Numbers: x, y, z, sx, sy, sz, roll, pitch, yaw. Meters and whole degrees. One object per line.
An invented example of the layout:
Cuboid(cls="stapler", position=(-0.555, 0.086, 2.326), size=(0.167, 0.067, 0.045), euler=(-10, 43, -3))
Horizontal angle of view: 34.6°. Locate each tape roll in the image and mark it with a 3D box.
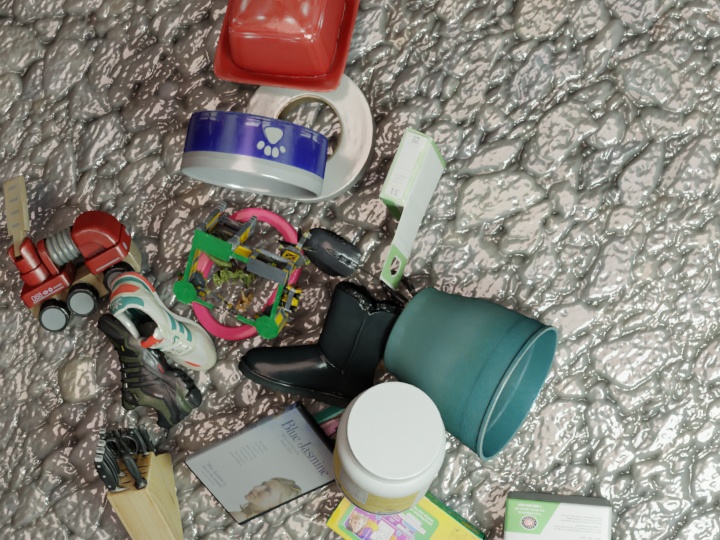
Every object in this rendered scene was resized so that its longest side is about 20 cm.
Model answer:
Cuboid(cls="tape roll", position=(-0.076, -0.202, 1.701), size=(0.199, 0.037, 0.207), euler=(-1, 87, 10))

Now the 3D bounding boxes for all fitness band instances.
Cuboid(cls="fitness band", position=(-0.170, 0.006, 1.708), size=(0.143, 0.037, 0.202), euler=(33, 94, 7))

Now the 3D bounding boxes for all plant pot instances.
Cuboid(cls="plant pot", position=(0.139, 0.123, 1.576), size=(0.186, 0.200, 0.202), euler=(29, 92, 23))

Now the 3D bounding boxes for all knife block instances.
Cuboid(cls="knife block", position=(-0.319, 0.318, 1.643), size=(0.063, 0.175, 0.204), euler=(-10, 86, 9))

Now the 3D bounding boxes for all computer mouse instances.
Cuboid(cls="computer mouse", position=(0.000, 0.000, 1.679), size=(0.198, 0.034, 0.059), euler=(30, 91, 9))

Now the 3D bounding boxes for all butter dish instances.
Cuboid(cls="butter dish", position=(-0.111, -0.376, 1.643), size=(0.196, 0.148, 0.203), euler=(8, 68, 9))

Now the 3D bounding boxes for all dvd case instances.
Cuboid(cls="dvd case", position=(-0.130, 0.276, 1.640), size=(0.198, 0.018, 0.143), euler=(-27, 118, 16))

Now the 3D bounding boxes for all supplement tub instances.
Cuboid(cls="supplement tub", position=(0.037, 0.235, 1.525), size=(0.143, 0.201, 0.148), euler=(1, 68, -3))

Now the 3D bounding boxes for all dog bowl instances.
Cuboid(cls="dog bowl", position=(-0.144, -0.157, 1.591), size=(0.197, 0.200, 0.080), euler=(9, 86, 10))

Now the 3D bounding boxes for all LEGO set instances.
Cuboid(cls="LEGO set", position=(-0.161, -0.006, 1.654), size=(0.197, 0.116, 0.156), euler=(16, 120, 11))

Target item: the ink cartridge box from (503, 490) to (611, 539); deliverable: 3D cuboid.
Cuboid(cls="ink cartridge box", position=(0.266, 0.414, 1.586), size=(0.142, 0.084, 0.204), euler=(3, 87, 10))

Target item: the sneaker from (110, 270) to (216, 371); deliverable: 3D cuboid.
Cuboid(cls="sneaker", position=(-0.285, 0.094, 1.654), size=(0.070, 0.094, 0.200), euler=(-33, 119, 18))

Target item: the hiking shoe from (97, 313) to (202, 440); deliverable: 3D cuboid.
Cuboid(cls="hiking shoe", position=(-0.330, 0.153, 1.705), size=(0.200, 0.076, 0.101), euler=(44, 91, 8))

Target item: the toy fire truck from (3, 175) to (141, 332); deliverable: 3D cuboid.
Cuboid(cls="toy fire truck", position=(-0.437, -0.045, 1.691), size=(0.174, 0.129, 0.201), euler=(-27, 116, 7))

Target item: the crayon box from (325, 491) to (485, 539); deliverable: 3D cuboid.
Cuboid(cls="crayon box", position=(0.064, 0.365, 1.636), size=(0.199, 0.058, 0.120), euler=(36, 93, 10))

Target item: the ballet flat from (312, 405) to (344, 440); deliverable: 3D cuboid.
Cuboid(cls="ballet flat", position=(-0.083, 0.248, 1.669), size=(0.197, 0.069, 0.072), euler=(-21, 103, 7))

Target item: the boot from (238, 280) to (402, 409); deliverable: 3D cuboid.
Cuboid(cls="boot", position=(-0.053, 0.091, 1.597), size=(0.197, 0.077, 0.171), euler=(17, 105, -8))

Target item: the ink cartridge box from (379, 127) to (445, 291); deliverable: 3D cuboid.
Cuboid(cls="ink cartridge box", position=(0.057, -0.081, 1.609), size=(0.047, 0.146, 0.203), euler=(22, 86, 13))

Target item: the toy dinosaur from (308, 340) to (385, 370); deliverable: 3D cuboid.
Cuboid(cls="toy dinosaur", position=(-0.012, 0.128, 1.673), size=(0.196, 0.060, 0.108), euler=(-2, 99, 4))
